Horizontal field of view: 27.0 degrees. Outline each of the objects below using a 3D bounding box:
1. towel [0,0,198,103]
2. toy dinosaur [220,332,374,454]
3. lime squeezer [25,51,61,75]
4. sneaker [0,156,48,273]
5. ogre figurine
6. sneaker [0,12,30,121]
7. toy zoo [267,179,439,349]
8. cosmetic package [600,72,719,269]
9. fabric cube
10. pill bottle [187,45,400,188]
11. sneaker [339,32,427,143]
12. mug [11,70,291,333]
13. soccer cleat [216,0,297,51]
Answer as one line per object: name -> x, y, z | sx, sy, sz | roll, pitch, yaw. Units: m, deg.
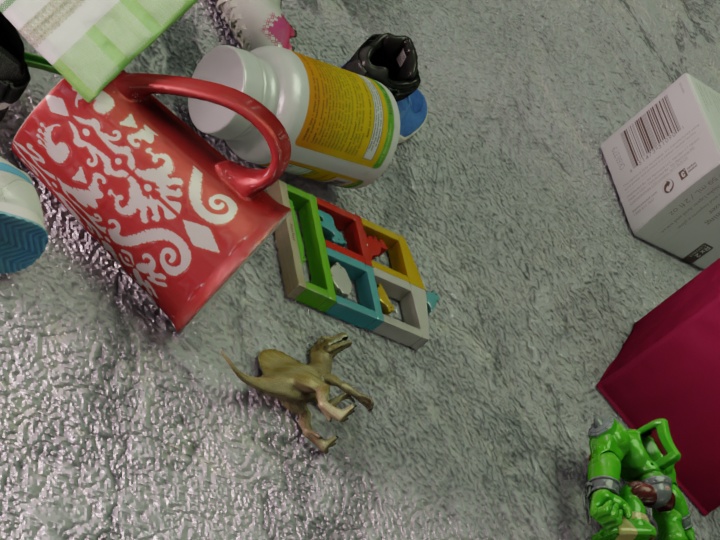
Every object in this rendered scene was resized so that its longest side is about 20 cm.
towel -> -0.228, -0.246, 1.141 | 0.200, 0.031, 0.149 | 48, 67, -11
toy dinosaur -> -0.052, 0.101, 1.257 | 0.101, 0.058, 0.199 | 42, 21, 17
lime squeezer -> -0.305, -0.196, 1.189 | 0.200, 0.070, 0.038 | 45, 50, -44
sneaker -> -0.317, -0.067, 1.073 | 0.199, 0.076, 0.081 | 30, 27, -40
ogre figurine -> 0.281, 0.217, 1.500 | 0.198, 0.098, 0.121 | 13, 57, -29
sneaker -> -0.338, -0.191, 1.130 | 0.199, 0.112, 0.074 | 33, 34, -25
toy zoo -> 0.000, 0.000, 1.445 | 0.199, 0.020, 0.132 | 23, 40, -37
cosmetic package -> 0.464, -0.126, 2.032 | 0.198, 0.165, 0.167 | 21, 41, -36
fabric cube -> 0.420, 0.112, 1.689 | 0.197, 0.199, 0.200 | 48, 31, 0
pill bottle -> -0.065, -0.151, 1.436 | 0.199, 0.111, 0.112 | 12, 47, -45
sneaker -> 0.038, -0.200, 1.620 | 0.199, 0.111, 0.077 | -5, 59, -54
mug -> -0.157, -0.083, 1.204 | 0.200, 0.178, 0.133 | 43, -1, -2
soccer cleat -> -0.116, -0.262, 1.548 | 0.085, 0.070, 0.201 | 16, 40, -19
